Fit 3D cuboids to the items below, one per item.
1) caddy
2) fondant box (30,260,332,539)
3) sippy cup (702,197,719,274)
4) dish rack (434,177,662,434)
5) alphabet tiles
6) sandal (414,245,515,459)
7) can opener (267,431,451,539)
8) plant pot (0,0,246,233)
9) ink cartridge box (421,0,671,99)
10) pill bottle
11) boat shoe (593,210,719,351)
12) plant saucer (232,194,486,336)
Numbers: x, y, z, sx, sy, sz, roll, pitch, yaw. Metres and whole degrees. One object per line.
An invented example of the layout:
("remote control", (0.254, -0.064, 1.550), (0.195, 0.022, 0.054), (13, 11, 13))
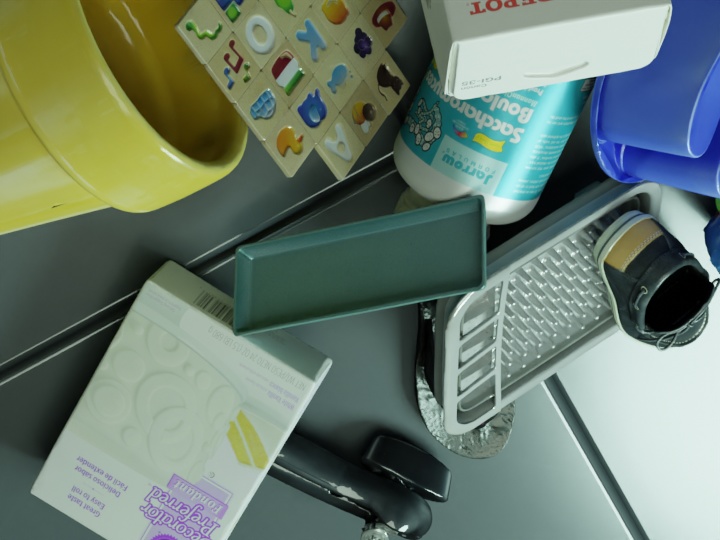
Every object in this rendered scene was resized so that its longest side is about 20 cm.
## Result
("caddy", (0.232, -0.147, 1.437), (0.200, 0.105, 0.141), (-60, 145, -9))
("fondant box", (-0.133, 0.115, 1.540), (0.144, 0.058, 0.200), (31, 111, 2))
("sippy cup", (0.329, -0.032, 1.535), (0.178, 0.140, 0.130), (41, 116, -16))
("dish rack", (0.127, 0.018, 1.514), (0.200, 0.044, 0.172), (-31, 146, -22))
("alphabet tiles", (-0.043, -0.166, 1.396), (0.006, 0.166, 0.200), (-6, 131, 45))
("sandal", (0.076, 0.065, 1.582), (0.075, 0.048, 0.200), (-12, 118, -4))
("can opener", (-0.027, 0.156, 1.615), (0.200, 0.079, 0.063), (22, 148, -16))
("plant pot", (-0.205, -0.116, 1.358), (0.189, 0.201, 0.201), (-24, 120, 22))
("ink cartridge box", (0.106, -0.226, 1.347), (0.146, 0.200, 0.083), (-11, 160, -5))
("pill bottle", (0.093, -0.110, 1.456), (0.111, 0.111, 0.200), (17, 113, -18))
("boat shoe", (0.225, 0.020, 1.533), (0.075, 0.062, 0.200), (-45, 151, -2))
("plant saucer", (0.000, 0.000, 1.450), (0.200, 0.070, 0.019), (-11, 155, 27))
